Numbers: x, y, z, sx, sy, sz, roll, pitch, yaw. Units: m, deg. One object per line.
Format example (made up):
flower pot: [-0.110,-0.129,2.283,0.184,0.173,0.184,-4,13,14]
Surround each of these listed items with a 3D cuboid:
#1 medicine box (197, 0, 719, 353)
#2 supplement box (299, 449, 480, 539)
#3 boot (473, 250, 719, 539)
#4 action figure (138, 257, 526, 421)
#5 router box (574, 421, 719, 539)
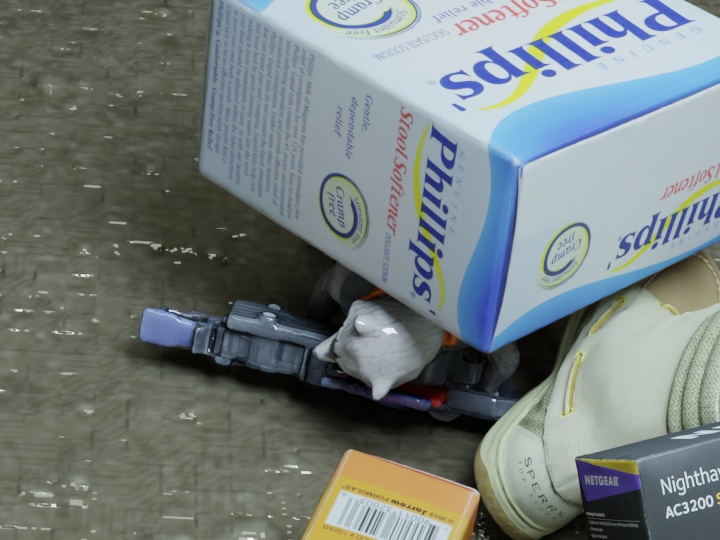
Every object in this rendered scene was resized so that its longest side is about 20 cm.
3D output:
medicine box: [0.057,-0.073,1.249,0.182,0.103,0.200,-24,42,-39]
supplement box: [-0.010,0.161,1.094,0.068,0.067,0.200,18,37,10]
boot: [0.154,0.037,1.223,0.072,0.154,0.200,54,45,-11]
action figure: [0.000,0.000,1.295,0.199,0.105,0.194,10,25,-3]
router box: [0.195,0.132,1.099,0.199,0.158,0.052,-12,2,-25]
